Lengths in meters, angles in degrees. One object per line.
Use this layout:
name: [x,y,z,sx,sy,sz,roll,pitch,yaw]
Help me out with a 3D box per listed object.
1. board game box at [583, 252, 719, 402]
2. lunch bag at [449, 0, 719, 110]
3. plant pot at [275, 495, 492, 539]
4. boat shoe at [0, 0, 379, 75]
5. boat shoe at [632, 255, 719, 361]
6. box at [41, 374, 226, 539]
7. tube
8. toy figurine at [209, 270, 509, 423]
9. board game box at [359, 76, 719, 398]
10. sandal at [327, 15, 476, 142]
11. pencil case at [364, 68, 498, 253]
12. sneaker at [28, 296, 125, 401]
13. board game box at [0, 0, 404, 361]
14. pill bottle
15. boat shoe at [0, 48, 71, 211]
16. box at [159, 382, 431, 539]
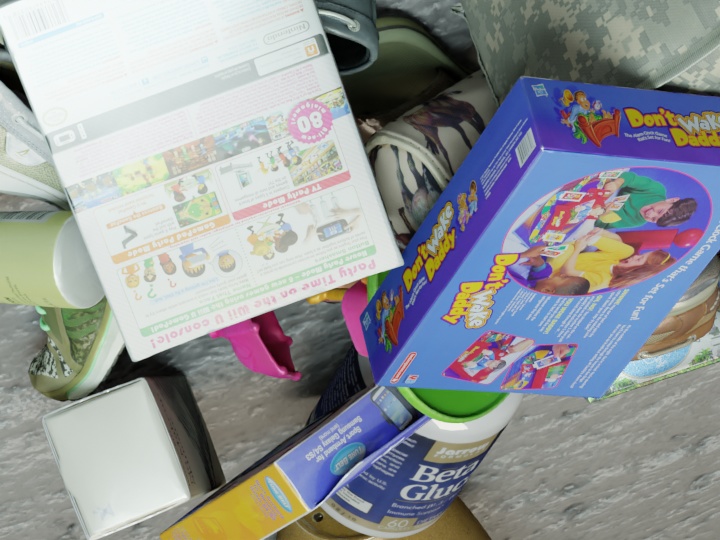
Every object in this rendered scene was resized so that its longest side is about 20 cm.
board game box: [0.224,0.022,1.799,0.200,0.062,0.200,-18,-178,0]
lunch bag: [0.145,-0.135,1.453,0.200,0.164,0.118,-34,146,28]
plant pot: [0.014,0.209,2.004,0.186,0.186,0.200,-18,139,-1]
boat shoe: [-0.083,-0.122,1.448,0.200,0.062,0.073,-7,151,-21]
boat shoe: [0.118,0.034,1.701,0.200,0.076,0.072,-10,135,9]
box: [-0.134,0.110,1.735,0.068,0.082,0.200,-22,179,2]
tube: [-0.222,-0.007,1.522,0.200,0.052,0.058,3,124,33]
toy figurine: [0.000,0.000,1.661,0.184,0.150,0.200,-2,-152,40]
board game box: [0.101,-0.011,1.429,0.134,0.045,0.200,4,142,-25]
sandal: [0.024,-0.088,1.577,0.080,0.057,0.201,-31,152,27]
pencil case: [0.081,-0.067,1.546,0.078,0.090,0.200,4,-154,41]
sneaker: [-0.164,0.001,1.641,0.089,0.077,0.200,25,140,-11]
board game box: [-0.079,-0.074,1.411,0.147,0.064,0.200,-19,114,-2]
pill bottle: [0.040,0.078,1.829,0.111,0.111,0.200,-5,149,-25]
boat shoe: [-0.137,-0.069,1.502,0.202,0.074,0.065,18,140,-39]
box: [-0.032,0.117,1.712,0.119,0.041,0.200,-36,178,-33]
